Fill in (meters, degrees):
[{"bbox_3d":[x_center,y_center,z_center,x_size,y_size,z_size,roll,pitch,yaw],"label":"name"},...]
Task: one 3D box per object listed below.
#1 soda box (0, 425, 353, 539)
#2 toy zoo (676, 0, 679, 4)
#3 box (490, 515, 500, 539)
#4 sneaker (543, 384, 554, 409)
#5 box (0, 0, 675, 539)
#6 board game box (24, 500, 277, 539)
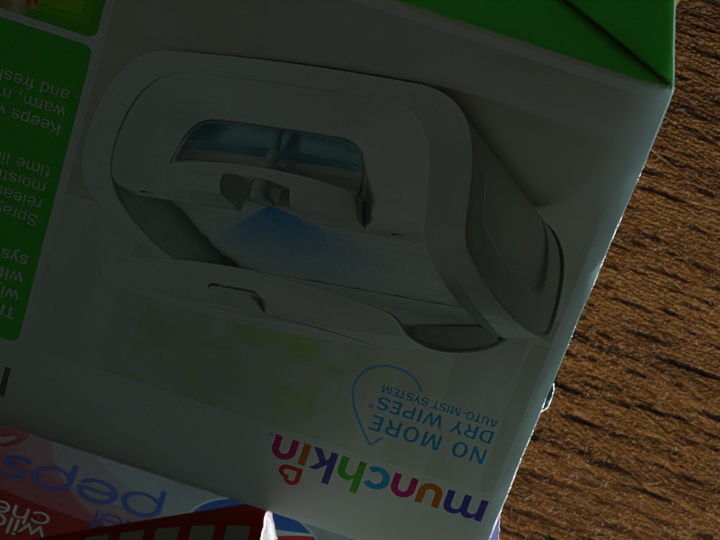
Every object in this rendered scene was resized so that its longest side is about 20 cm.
[{"bbox_3d":[-0.076,0.106,0.799,0.070,0.199,0.064,-78,-174,-57],"label":"soda box"},{"bbox_3d":[0.060,-0.051,0.856,0.131,0.020,0.200,-46,-177,31],"label":"toy zoo"},{"bbox_3d":[-0.012,0.071,1.078,0.200,0.039,0.137,-16,-117,49],"label":"box"},{"bbox_3d":[0.000,0.000,0.917,0.081,0.200,0.074,-18,-136,41],"label":"sneaker"},{"bbox_3d":[-0.030,-0.031,0.699,0.097,0.199,0.177,-76,-175,-59],"label":"box"},{"bbox_3d":[-0.100,0.130,0.634,0.200,0.151,0.047,-85,164,-74],"label":"board game box"}]
